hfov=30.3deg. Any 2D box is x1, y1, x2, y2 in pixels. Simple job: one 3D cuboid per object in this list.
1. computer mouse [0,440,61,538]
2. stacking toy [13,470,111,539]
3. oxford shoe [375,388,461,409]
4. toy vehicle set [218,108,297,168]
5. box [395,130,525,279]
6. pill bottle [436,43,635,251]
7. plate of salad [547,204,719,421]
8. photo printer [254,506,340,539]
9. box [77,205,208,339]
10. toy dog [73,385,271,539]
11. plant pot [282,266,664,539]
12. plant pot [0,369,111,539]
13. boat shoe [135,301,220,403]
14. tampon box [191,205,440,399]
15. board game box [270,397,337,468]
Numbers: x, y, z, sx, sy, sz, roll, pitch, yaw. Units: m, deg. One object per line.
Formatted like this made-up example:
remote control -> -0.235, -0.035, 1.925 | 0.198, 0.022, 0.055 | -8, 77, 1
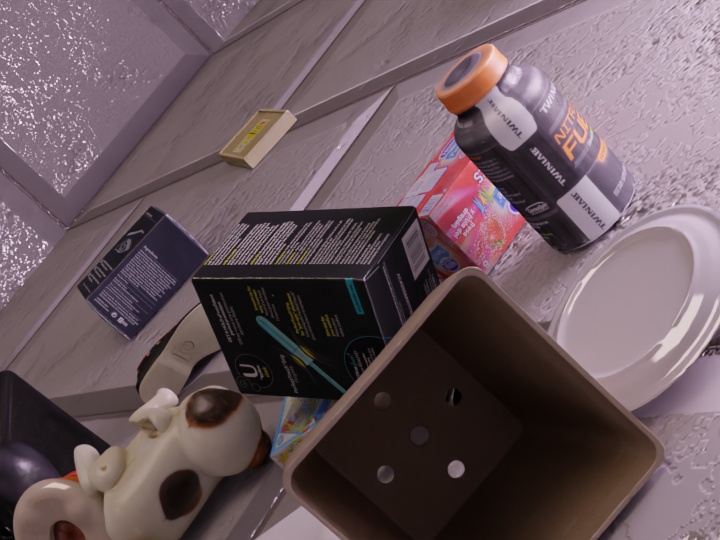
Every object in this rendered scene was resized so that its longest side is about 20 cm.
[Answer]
computer mouse -> -0.379, 0.285, 1.604 | 0.053, 0.200, 0.139 | 3, 45, 34
stacking toy -> -0.304, 0.278, 1.584 | 0.146, 0.146, 0.200 | -36, 4, 26
oxford shoe -> 0.061, 0.116, 1.190 | 0.200, 0.073, 0.084 | -41, 22, 14
toy vehicle set -> -0.197, -0.251, 2.514 | 0.124, 0.027, 0.200 | -48, 20, -7
box -> 0.131, -0.095, 1.429 | 0.200, 0.095, 0.103 | -53, 21, -21
pill bottle -> 0.161, -0.120, 1.261 | 0.106, 0.200, 0.106 | -39, 21, 18
plate of salad -> 0.223, 0.036, 1.054 | 0.200, 0.048, 0.200 | -42, 27, 27
photo printer -> -0.055, 0.276, 1.111 | 0.200, 0.069, 0.167 | -38, 21, 21
box -> -0.370, 0.000, 2.253 | 0.200, 0.104, 0.148 | -47, 19, -5
toy dog -> -0.198, 0.204, 1.450 | 0.200, 0.140, 0.194 | -41, 20, 8
plant pot -> 0.065, 0.133, 0.993 | 0.200, 0.200, 0.177 | -48, 9, -7
plant pot -> -0.460, 0.293, 1.746 | 0.199, 0.200, 0.178 | -42, 28, 10
boat shoe -> -0.236, 0.097, 1.830 | 0.201, 0.074, 0.063 | -49, 27, 5
tampon box -> -0.036, 0.032, 1.323 | 0.199, 0.150, 0.126 | 0, 35, 31
board game box -> -0.024, 0.114, 1.422 | 0.134, 0.034, 0.200 | -36, 21, 25
